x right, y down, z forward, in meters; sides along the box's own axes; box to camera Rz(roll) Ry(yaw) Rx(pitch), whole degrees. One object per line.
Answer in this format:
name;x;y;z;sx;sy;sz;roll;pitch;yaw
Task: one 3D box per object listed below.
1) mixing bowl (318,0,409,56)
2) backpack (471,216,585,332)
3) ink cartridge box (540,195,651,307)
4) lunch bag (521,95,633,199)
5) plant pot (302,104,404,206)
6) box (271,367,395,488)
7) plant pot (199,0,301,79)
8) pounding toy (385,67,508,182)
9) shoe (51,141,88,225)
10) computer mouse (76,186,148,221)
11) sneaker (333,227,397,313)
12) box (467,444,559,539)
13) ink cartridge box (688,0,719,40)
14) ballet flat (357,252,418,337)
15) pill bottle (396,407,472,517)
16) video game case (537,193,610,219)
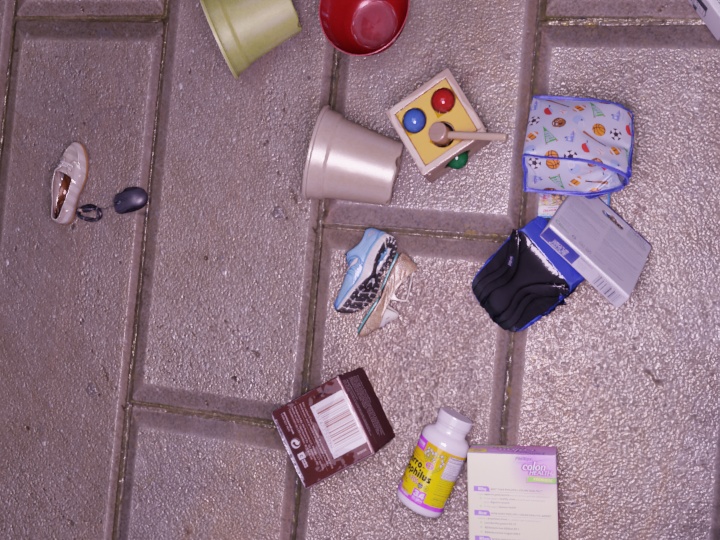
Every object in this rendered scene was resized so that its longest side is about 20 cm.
mixing bowl;0.018;-0.543;1.617;0.195;0.108;0.206;-1;88;14
backpack;0.332;0.017;1.480;0.164;0.166;0.201;53;132;15
ink cartridge box;0.452;-0.054;1.444;0.199;0.200;0.041;43;134;5
lunch bag;0.416;-0.234;1.444;0.195;0.125;0.173;4;58;18
plant pot;-0.009;-0.222;1.581;0.179;0.200;0.205;15;91;3
box;-0.050;0.316;1.547;0.162;0.200;0.168;-30;80;12
plant pot;-0.233;-0.553;1.657;0.181;0.200;0.204;-24;81;1
pounding toy;0.179;-0.286;1.543;0.182;0.142;0.203;-33;79;12
shoe;-0.704;-0.211;1.825;0.068;0.053;0.205;11;90;15
computer mouse;-0.595;-0.156;1.803;0.196;0.034;0.060;-14;85;15
sneaker;0.000;0.000;1.626;0.090;0.078;0.202;37;101;38
box;0.303;0.455;1.499;0.172;0.097;0.205;-2;88;15
ink cartridge box;0.696;-0.571;1.447;0.145;0.083;0.202;-35;80;11
ballet flat;0.062;0.063;1.600;0.064;0.071;0.203;27;97;3
pill bottle;0.155;0.386;1.538;0.103;0.104;0.204;24;93;15
video game case;0.435;-0.204;1.535;0.140;0.018;0.205;4;88;15
